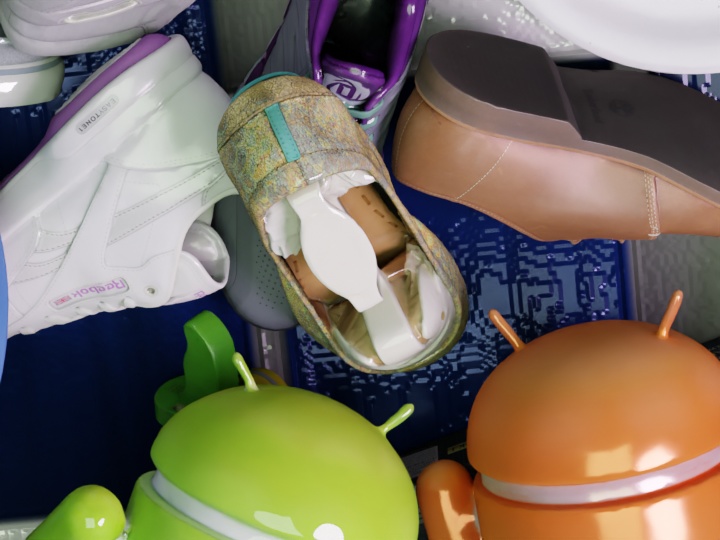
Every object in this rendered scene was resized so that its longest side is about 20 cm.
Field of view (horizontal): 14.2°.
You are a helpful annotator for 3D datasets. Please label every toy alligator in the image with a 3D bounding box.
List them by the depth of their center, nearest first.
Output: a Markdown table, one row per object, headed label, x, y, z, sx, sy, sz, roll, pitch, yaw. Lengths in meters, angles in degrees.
| label | x | y | z | sx | sy | sz | roll | pitch | yaw |
| --- | --- | --- | --- | --- | --- | --- | --- | --- | --- |
| toy alligator | -0.049 | 0.110 | 1.261 | 0.054 | 0.059 | 0.201 | -1 | 116 | 46 |

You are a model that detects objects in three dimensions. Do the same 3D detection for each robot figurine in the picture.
| label | x | y | z | sx | sy | sz | roll | pitch | yaw |
| --- | --- | --- | --- | --- | --- | --- | --- | --- | --- |
| robot figurine | -0.047 | 0.136 | 1.166 | 0.175 | 0.116 | 0.201 | 18 | 98 | -17 |
| robot figurine | 0.107 | 0.107 | 1.169 | 0.116 | 0.144 | 0.201 | -18 | 105 | -28 |

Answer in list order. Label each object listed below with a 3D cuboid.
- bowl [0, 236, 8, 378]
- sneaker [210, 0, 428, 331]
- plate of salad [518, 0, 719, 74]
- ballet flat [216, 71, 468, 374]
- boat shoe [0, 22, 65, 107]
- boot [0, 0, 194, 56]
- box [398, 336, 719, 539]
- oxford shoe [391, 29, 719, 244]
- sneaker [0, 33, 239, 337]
| label | x | y | z | sx | sy | sz | roll | pitch | yaw |
| --- | --- | --- | --- | --- | --- | --- | --- | --- | --- |
| bowl | -0.216 | 0.031 | 1.180 | 0.039 | 0.201 | 0.201 | 16 | 111 | -45 |
| sneaker | -0.019 | -0.063 | 1.188 | 0.074 | 0.088 | 0.201 | 15 | 106 | -3 |
| plate of salad | 0.137 | -0.176 | 1.173 | 0.199 | 0.048 | 0.201 | 0 | 106 | 1 |
| ballet flat | 0.000 | 0.000 | 1.167 | 0.071 | 0.071 | 0.200 | -23 | 140 | 8 |
| boat shoe | -0.216 | -0.119 | 1.185 | 0.200 | 0.070 | 0.072 | 14 | 109 | 0 |
| boot | -0.061 | -0.154 | 1.174 | 0.200 | 0.096 | 0.074 | -26 | 77 | -21 |
| box | 0.111 | 0.132 | 1.261 | 0.199 | 0.051 | 0.158 | -19 | 106 | 6 |
| oxford shoe | 0.106 | -0.039 | 1.203 | 0.199 | 0.071 | 0.071 | 16 | 124 | -14 |
| sneaker | -0.117 | -0.004 | 1.198 | 0.100 | 0.075 | 0.200 | 44 | 116 | -6 |
